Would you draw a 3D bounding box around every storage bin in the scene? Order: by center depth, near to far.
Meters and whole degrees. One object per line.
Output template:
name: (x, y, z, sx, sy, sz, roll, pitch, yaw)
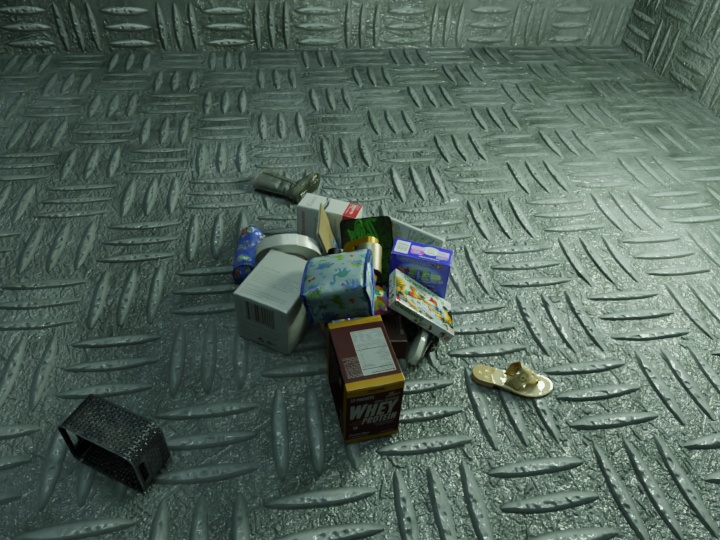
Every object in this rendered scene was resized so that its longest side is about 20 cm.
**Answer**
storage bin: (-0.520, 0.366, 1.183, 0.197, 0.137, 0.094, 18, 43, 15)

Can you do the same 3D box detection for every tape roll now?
tape roll: (-0.208, -0.045, 1.621, 0.199, 0.203, 0.038, -1, 66, -5)

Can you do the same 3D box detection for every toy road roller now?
toy road roller: (0.000, 0.000, 1.569, 0.198, 0.145, 0.125, -17, 60, 38)

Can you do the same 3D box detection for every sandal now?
sandal: (0.392, 0.265, 1.411, 0.208, 0.070, 0.078, 8, 42, 5)

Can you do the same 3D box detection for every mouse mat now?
mouse mat: (0.021, -0.057, 1.661, 0.158, 0.203, 0.008, -5, 1, 10)

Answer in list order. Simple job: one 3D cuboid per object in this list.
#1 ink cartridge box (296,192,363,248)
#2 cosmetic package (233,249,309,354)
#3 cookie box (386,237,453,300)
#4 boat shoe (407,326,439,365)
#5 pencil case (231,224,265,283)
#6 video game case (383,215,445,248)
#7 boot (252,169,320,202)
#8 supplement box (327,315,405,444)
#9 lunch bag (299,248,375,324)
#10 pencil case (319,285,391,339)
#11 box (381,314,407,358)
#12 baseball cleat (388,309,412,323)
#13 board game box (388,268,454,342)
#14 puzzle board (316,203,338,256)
ink cartridge box: (-0.100, -0.150, 1.785, 0.197, 0.146, 0.084, 14, 41, 11)
cosmetic package: (-0.217, 0.081, 1.502, 0.163, 0.167, 0.201, 19, 44, 16)
cookie box: (0.162, 0.025, 1.566, 0.169, 0.202, 0.076, 13, 41, 10)
boat shoe: (0.182, 0.182, 1.488, 0.063, 0.071, 0.201, 33, 45, -2)
pencil case: (-0.340, -0.050, 1.706, 0.086, 0.079, 0.202, -16, 41, 13)
video game case: (0.137, -0.042, 1.659, 0.198, 0.185, 0.022, 25, 23, 23)
boot: (-0.269, -0.328, 2.042, 0.198, 0.073, 0.182, 18, 41, 26)
supplement box: (0.005, 0.253, 1.300, 0.131, 0.199, 0.201, -8, 42, -12)
lunch bag: (-0.052, 0.026, 1.383, 0.167, 0.129, 0.202, -8, 40, 7)
pencil case: (-0.011, 0.110, 1.440, 0.198, 0.089, 0.088, -26, 49, -25)
box: (0.022, 0.176, 1.484, 0.197, 0.076, 0.101, 1, 42, -6)
baseball cleat: (0.064, 0.117, 1.545, 0.197, 0.071, 0.106, 9, 17, 20)
board game box: (0.161, 0.092, 1.472, 0.199, 0.035, 0.127, 32, 33, -20)
puzzle board: (-0.096, -0.079, 1.672, 0.017, 0.202, 0.152, -12, 40, 10)
